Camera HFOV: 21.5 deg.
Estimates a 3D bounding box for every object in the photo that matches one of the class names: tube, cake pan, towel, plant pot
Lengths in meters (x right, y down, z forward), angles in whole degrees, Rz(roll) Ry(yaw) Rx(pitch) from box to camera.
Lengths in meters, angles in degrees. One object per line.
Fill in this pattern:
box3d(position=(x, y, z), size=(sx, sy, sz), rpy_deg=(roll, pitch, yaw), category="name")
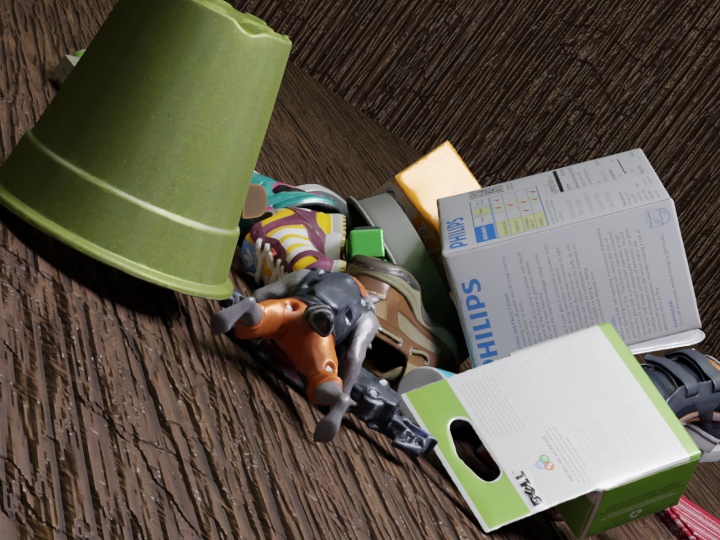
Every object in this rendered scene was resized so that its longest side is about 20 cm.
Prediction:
box3d(position=(0.095, 0.118, 1.659), size=(0.077, 0.051, 0.200), rpy_deg=(-4, -9, 25), category="tube")
box3d(position=(0.048, 0.013, 1.782), size=(0.201, 0.037, 0.200), rpy_deg=(62, -5, 10), category="cake pan")
box3d(position=(0.313, 0.250, 1.617), size=(0.144, 0.023, 0.200), rpy_deg=(33, 11, -34), category="towel")
box3d(position=(-0.141, -0.108, 1.370), size=(0.200, 0.190, 0.200), rpy_deg=(27, 8, -4), category="plant pot")

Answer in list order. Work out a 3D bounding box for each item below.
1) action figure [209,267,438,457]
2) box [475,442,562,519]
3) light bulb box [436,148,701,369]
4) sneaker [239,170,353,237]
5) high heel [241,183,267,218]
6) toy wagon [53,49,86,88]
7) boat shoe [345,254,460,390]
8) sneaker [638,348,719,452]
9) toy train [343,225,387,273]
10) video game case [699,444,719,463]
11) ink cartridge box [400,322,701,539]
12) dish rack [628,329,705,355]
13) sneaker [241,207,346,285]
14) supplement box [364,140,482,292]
box3d(position=(-0.014, 0.058, 1.406), size=(0.200, 0.105, 0.193), rpy_deg=(33, 19, 1), category="action figure")
box3d(position=(0.197, 0.156, 1.705), size=(0.095, 0.103, 0.200), rpy_deg=(40, 10, 22), category="box")
box3d(position=(0.179, -0.009, 1.685), size=(0.198, 0.199, 0.125), rpy_deg=(-87, 162, -74), category="light bulb box")
box3d(position=(-0.047, -0.040, 1.822), size=(0.200, 0.084, 0.121), rpy_deg=(14, 18, -49), category="sneaker")
box3d(position=(-0.172, -0.066, 1.633), size=(0.096, 0.068, 0.200), rpy_deg=(2, 6, 32), category="high heel")
box3d(position=(-0.214, -0.149, 1.903), size=(0.200, 0.040, 0.155), rpy_deg=(31, 10, -35), category="toy wagon")
box3d(position=(0.025, 0.063, 1.624), size=(0.075, 0.074, 0.200), rpy_deg=(11, -25, 29), category="boat shoe")
box3d(position=(0.291, 0.107, 1.748), size=(0.078, 0.079, 0.200), rpy_deg=(43, 11, 33), category="sneaker")
box3d(position=(0.000, 0.000, 1.715), size=(0.042, 0.057, 0.200), rpy_deg=(-4, -9, -5), category="toy train")
box3d(position=(0.257, 0.128, 1.872), size=(0.200, 0.017, 0.143), rpy_deg=(34, 10, 24), category="video game case")
box3d(position=(0.145, 0.141, 1.520), size=(0.200, 0.076, 0.148), rpy_deg=(-17, 54, -22), category="ink cartridge box")
box3d(position=(0.213, 0.043, 1.824), size=(0.199, 0.044, 0.172), rpy_deg=(-8, 15, -12), category="dish rack")
box3d(position=(-0.061, 0.003, 1.645), size=(0.090, 0.075, 0.200), rpy_deg=(8, 21, -4), category="sneaker")
box3d(position=(0.062, -0.036, 1.900), size=(0.126, 0.073, 0.200), rpy_deg=(54, -22, 0), category="supplement box")
